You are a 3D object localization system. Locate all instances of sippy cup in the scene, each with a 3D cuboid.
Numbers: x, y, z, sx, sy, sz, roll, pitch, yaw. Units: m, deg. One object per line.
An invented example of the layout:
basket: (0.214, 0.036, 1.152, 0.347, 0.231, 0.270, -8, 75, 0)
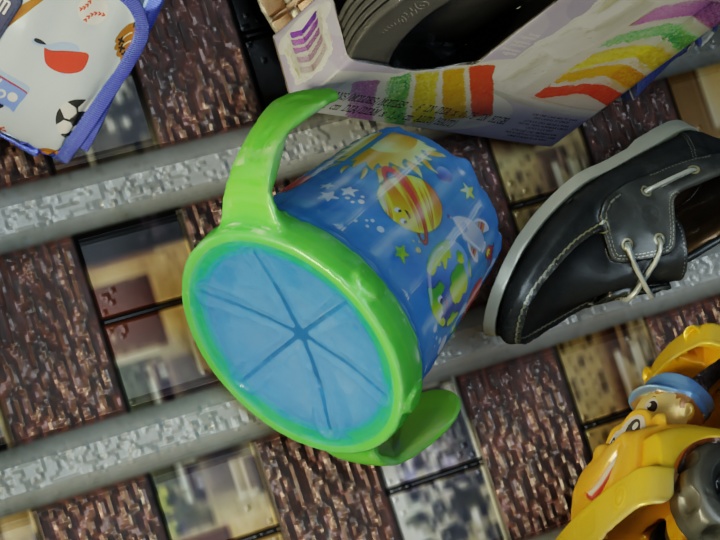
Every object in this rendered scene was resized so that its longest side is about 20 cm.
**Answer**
sippy cup: (0.000, 0.000, 1.433, 0.139, 0.178, 0.130, 32, 51, 15)

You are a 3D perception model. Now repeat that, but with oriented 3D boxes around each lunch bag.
lunch bag: (-0.173, -0.174, 1.395, 0.169, 0.124, 0.201, 27, 81, -17)

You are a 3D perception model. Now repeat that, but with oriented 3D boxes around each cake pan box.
cake pan box: (0.081, -0.135, 1.437, 0.199, 0.184, 0.053, 7, 57, -42)

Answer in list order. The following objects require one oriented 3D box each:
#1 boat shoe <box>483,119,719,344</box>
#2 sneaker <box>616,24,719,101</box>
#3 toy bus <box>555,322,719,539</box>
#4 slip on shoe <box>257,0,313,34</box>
boat shoe: (0.140, -0.016, 1.507, 0.067, 0.072, 0.200, 33, 46, 28)
sneaker: (0.213, -0.176, 1.568, 0.115, 0.081, 0.200, 22, 60, 29)
toy bus: (0.206, 0.091, 1.513, 0.199, 0.136, 0.193, 11, 60, -20)
slip on shoe: (-0.037, -0.207, 1.498, 0.201, 0.076, 0.061, 67, 18, -8)
